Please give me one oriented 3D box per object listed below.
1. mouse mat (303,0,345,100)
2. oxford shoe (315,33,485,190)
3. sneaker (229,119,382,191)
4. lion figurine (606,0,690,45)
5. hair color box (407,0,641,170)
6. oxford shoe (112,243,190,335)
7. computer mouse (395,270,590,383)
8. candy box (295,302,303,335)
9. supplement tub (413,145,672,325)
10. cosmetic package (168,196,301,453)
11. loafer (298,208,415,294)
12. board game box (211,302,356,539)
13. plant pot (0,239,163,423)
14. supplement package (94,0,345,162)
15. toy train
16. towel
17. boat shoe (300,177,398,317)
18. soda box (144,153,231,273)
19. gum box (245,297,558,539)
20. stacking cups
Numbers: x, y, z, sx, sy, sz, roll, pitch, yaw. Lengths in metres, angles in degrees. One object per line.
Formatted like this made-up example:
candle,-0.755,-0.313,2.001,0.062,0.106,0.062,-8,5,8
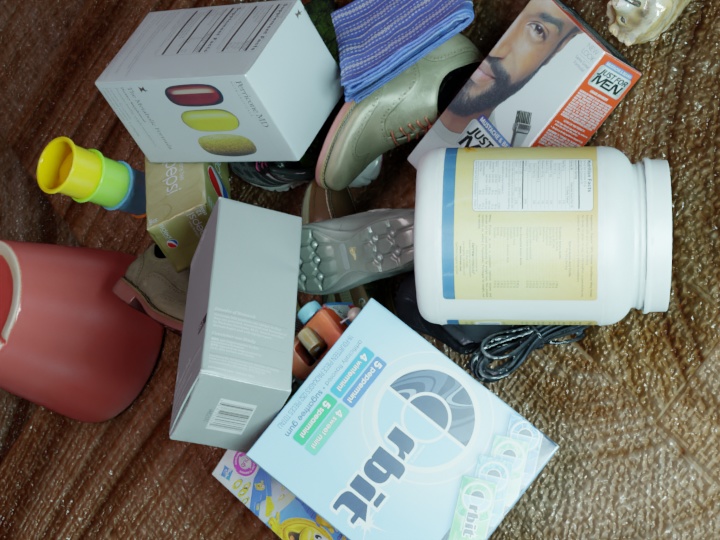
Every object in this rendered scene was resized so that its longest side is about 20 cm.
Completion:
mouse mat,-0.081,-0.199,1.669,0.161,0.008,0.200,-30,36,7
oxford shoe,0.037,-0.147,1.550,0.075,0.070,0.200,38,88,22
sneaker,-0.073,-0.123,1.656,0.200,0.087,0.074,6,81,44
lion figurine,0.253,-0.295,1.432,0.122,0.072,0.200,-45,36,40
hair color box,0.144,-0.137,1.476,0.200,0.064,0.111,-51,48,17
oxford shoe,-0.173,0.024,1.629,0.200,0.070,0.075,27,85,44
computer mouse,0.102,0.024,1.433,0.200,0.138,0.053,23,135,53
candy box,-0.093,0.108,1.622,0.115,0.055,0.200,-43,51,23
supplement tub,0.147,-0.028,1.332,0.199,0.145,0.145,0,74,6
cosmetic package,-0.107,0.046,1.440,0.107,0.090,0.200,118,158,-45
loafer,0.002,-0.018,1.491,0.200,0.070,0.070,-6,94,44
board game box,-0.004,0.166,1.477,0.196,0.056,0.200,39,105,22
plant pot,-0.342,0.054,1.787,0.200,0.177,0.201,-16,65,39
supplement package,-0.133,-0.180,1.586,0.200,0.114,0.110,2,48,39
toy train,-0.025,0.132,1.426,0.150,0.056,0.200,-42,71,19
towel,0.035,-0.242,1.563,0.145,0.024,0.200,-33,28,14
boat shoe,0.000,0.000,1.566,0.074,0.076,0.201,-23,70,30
soda box,-0.174,-0.089,1.662,0.068,0.064,0.200,-24,36,10
gum box,0.035,0.151,1.374,0.200,0.045,0.170,39,85,8
stacking cups,-0.245,-0.082,1.724,0.060,0.200,0.061,-14,67,35
